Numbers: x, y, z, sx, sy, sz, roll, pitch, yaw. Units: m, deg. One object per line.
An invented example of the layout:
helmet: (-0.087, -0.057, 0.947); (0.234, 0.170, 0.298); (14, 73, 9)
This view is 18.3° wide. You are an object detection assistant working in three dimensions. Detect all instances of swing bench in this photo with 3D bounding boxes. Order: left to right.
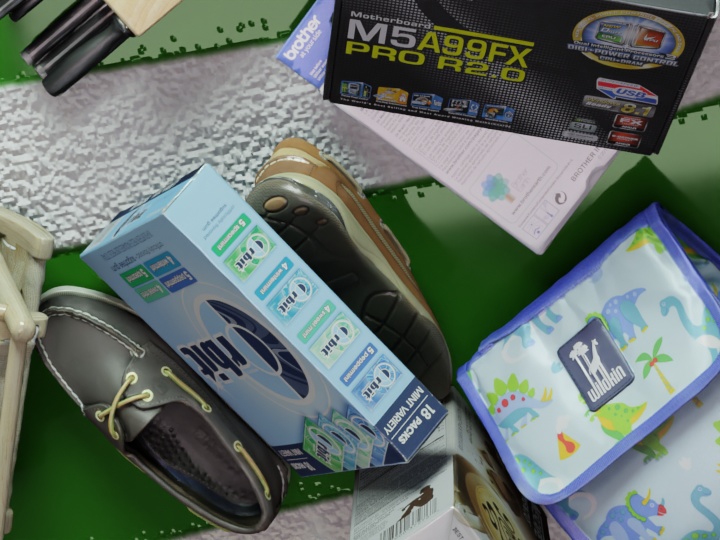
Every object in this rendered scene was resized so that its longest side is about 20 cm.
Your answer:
swing bench: (-0.256, 0.077, 1.331); (0.129, 0.200, 0.200); (9, 110, -5)

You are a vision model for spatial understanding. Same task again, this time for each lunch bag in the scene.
lunch bag: (0.180, 0.083, 1.342); (0.170, 0.127, 0.200); (-41, 91, 20)

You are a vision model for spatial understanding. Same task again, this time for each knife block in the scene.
knife block: (-0.117, -0.177, 1.304); (0.199, 0.064, 0.177); (6, 109, 2)

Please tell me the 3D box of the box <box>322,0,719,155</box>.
box: (0.083, -0.132, 1.221); (0.199, 0.160, 0.045); (9, 66, -1)

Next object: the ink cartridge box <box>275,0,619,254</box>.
ink cartridge box: (0.063, -0.116, 1.323); (0.200, 0.042, 0.120); (35, 106, -10)

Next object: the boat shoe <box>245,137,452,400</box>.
boat shoe: (0.000, 0.000, 1.345); (0.075, 0.074, 0.200); (-15, 129, 21)

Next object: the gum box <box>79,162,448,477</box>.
gum box: (-0.061, 0.036, 1.320); (0.200, 0.170, 0.045); (45, 68, -11)

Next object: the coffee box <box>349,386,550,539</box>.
coffee box: (0.056, 0.164, 1.333); (0.080, 0.200, 0.113); (-34, 102, 11)

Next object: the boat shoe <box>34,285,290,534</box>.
boat shoe: (-0.127, 0.087, 1.394); (0.201, 0.061, 0.072); (39, 108, -9)
